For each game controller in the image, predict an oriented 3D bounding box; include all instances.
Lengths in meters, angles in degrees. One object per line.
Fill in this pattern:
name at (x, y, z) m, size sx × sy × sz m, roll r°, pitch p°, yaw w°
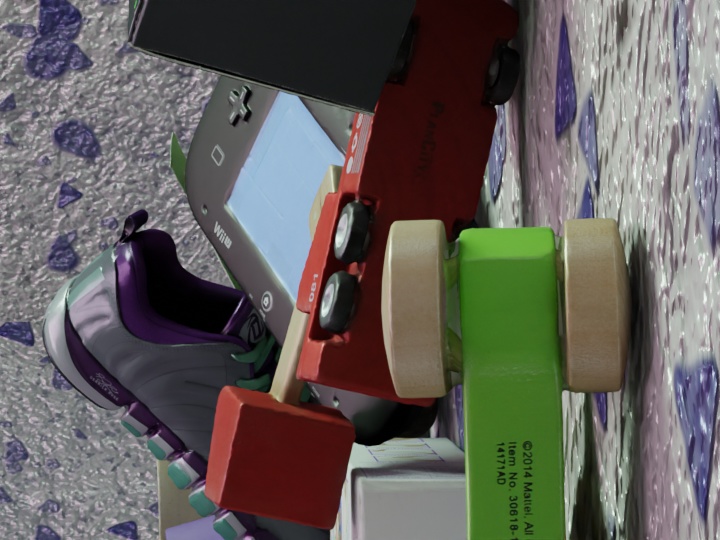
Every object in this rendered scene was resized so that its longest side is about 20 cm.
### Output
game controller at (-0.014, -0.020, 1.152) m, size 0.105 × 0.042 × 0.200 m, roll -56°, pitch 42°, yaw 19°

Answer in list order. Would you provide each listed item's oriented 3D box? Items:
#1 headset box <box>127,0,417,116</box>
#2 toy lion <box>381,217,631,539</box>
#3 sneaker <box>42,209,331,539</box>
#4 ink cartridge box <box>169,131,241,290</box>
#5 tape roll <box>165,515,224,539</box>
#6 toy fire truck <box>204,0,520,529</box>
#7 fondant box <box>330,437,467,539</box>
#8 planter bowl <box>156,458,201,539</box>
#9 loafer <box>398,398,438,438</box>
headset box at (-0.015, -0.175, 0.978) m, size 0.200 × 0.092 × 0.175 m, roll -98°, pitch 26°, yaw -57°
toy lion at (0.045, 0.091, 0.824) m, size 0.192 × 0.068 × 0.201 m, roll 49°, pitch -140°, yaw -84°
sneaker at (-0.048, 0.061, 1.266) m, size 0.088 × 0.200 × 0.075 m, roll -47°, pitch 6°, yaw 43°
ink cartridge box at (-0.033, 0.019, 1.431) m, size 0.146 × 0.048 × 0.201 m, roll -112°, pitch -2°, yaw -81°
tape roll at (-0.028, 0.210, 1.371) m, size 0.200 × 0.084 × 0.201 m, roll 164°, pitch 90°, yaw -85°
toy fire truck at (-0.001, -0.004, 1.040) m, size 0.141 × 0.048 × 0.201 m, roll -176°, pitch 98°, yaw -75°
fondant box at (0.020, 0.147, 1.166) m, size 0.200 × 0.058 × 0.145 m, roll -163°, pitch 72°, yaw -85°
planter bowl at (-0.057, 0.107, 1.718) m, size 0.200 × 0.134 × 0.202 m, roll 179°, pitch 90°, yaw -86°
loafer at (0.000, 0.000, 1.276) m, size 0.201 × 0.076 × 0.068 m, roll 93°, pitch 168°, yaw -49°
